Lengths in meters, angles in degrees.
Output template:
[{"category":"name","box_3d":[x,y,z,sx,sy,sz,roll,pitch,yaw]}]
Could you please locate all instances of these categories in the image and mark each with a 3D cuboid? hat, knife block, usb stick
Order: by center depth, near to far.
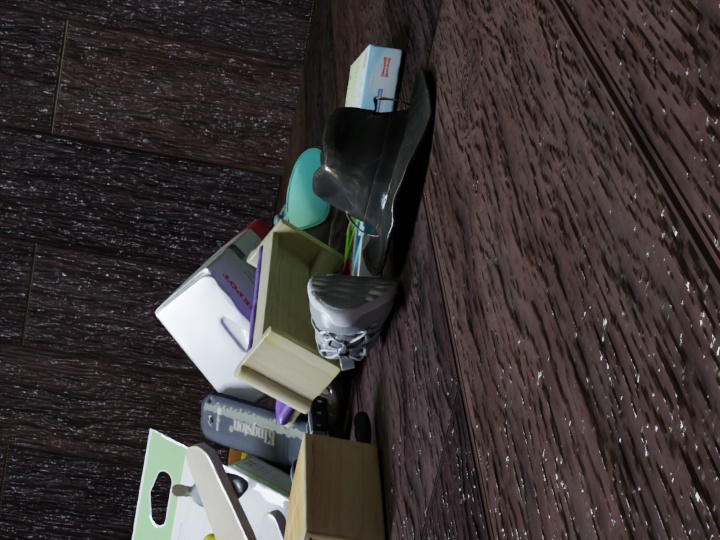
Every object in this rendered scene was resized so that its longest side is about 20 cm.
[{"category":"knife block","box_3d":[-0.019,0.167,1.367,0.200,0.064,0.177,114,164,-66]},{"category":"hat","box_3d":[0.001,-0.096,1.486,0.201,0.080,0.202,-163,90,-84]},{"category":"usb stick","box_3d":[-0.090,0.161,1.677,0.199,0.032,0.056,11,106,47]}]

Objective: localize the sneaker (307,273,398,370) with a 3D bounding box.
[{"category":"sneaker","box_3d":[-0.005,0.046,1.460,0.200,0.074,0.083,-9,-78,-85]}]

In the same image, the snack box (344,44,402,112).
[{"category":"snack box","box_3d":[0.007,-0.165,1.786,0.200,0.037,0.117,-172,91,-84]}]

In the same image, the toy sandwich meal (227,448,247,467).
[{"category":"toy sandwich meal","box_3d":[-0.117,0.265,1.987,0.205,0.070,0.206,-175,90,-90]}]

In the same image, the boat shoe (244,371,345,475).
[{"category":"boat shoe","box_3d":[-0.062,0.168,1.746,0.200,0.074,0.073,-57,2,35]}]

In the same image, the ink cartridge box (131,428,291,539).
[{"category":"ink cartridge box","box_3d":[-0.136,0.256,1.738,0.048,0.199,0.146,-19,-53,-53]}]

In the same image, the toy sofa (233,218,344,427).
[{"category":"toy sofa","box_3d":[-0.075,0.051,1.657,0.098,0.083,0.200,-49,22,28]}]

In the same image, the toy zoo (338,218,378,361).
[{"category":"toy zoo","box_3d":[0.000,0.000,1.660,0.131,0.020,0.201,107,171,-53]}]

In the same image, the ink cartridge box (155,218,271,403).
[{"category":"ink cartridge box","box_3d":[-0.118,0.047,1.821,0.084,0.145,0.200,-37,6,21]}]

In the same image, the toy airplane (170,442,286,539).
[{"category":"toy airplane","box_3d":[-0.111,0.288,1.621,0.141,0.198,0.201,-12,-55,-68]}]

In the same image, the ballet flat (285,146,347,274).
[{"category":"ballet flat","box_3d":[-0.043,-0.033,1.852,0.067,0.068,0.201,32,-125,-56]}]

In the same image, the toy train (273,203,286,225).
[{"category":"toy train","box_3d":[-0.060,-0.015,1.991,0.114,0.085,0.201,136,145,-63]}]
